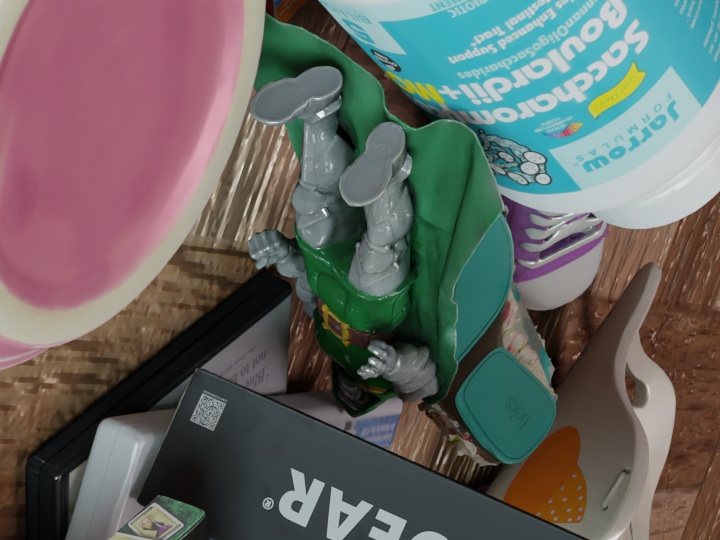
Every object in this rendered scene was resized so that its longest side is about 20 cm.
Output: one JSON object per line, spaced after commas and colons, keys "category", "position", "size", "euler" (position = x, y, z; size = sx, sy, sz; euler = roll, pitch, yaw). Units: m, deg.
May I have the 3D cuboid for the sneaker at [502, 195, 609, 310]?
{"category": "sneaker", "position": [0.080, -0.033, 0.977], "size": [0.072, 0.114, 0.201], "euler": [-30, 139, -11]}

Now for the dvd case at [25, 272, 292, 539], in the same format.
{"category": "dvd case", "position": [-0.074, 0.116, 0.918], "size": [0.143, 0.017, 0.201], "euler": [-40, 144, -46]}

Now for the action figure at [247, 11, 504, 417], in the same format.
{"category": "action figure", "position": [0.000, 0.000, 0.854], "size": [0.055, 0.118, 0.200], "euler": [-39, 156, -16]}

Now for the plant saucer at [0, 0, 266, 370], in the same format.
{"category": "plant saucer", "position": [-0.088, -0.057, 0.709], "size": [0.201, 0.051, 0.201], "euler": [-46, 148, -39]}

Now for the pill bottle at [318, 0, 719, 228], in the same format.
{"category": "pill bottle", "position": [0.058, -0.092, 0.803], "size": [0.200, 0.110, 0.111], "euler": [43, 71, -46]}

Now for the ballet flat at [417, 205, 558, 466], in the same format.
{"category": "ballet flat", "position": [0.030, 0.016, 0.993], "size": [0.076, 0.064, 0.200], "euler": [-42, 148, -14]}

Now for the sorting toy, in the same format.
{"category": "sorting toy", "position": [0.115, 0.097, 1.203], "size": [0.181, 0.106, 0.200], "euler": [-62, 155, -29]}

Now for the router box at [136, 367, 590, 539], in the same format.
{"category": "router box", "position": [0.044, 0.107, 0.840], "size": [0.052, 0.199, 0.157], "euler": [-65, 155, -5]}

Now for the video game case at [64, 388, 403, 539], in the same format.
{"category": "video game case", "position": [-0.060, 0.135, 0.914], "size": [0.200, 0.022, 0.183], "euler": [-2, 112, -63]}

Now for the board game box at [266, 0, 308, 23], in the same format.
{"category": "board game box", "position": [0.016, -0.180, 0.853], "size": [0.200, 0.019, 0.103], "euler": [-48, 147, -36]}

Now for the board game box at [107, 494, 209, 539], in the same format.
{"category": "board game box", "position": [-0.108, 0.163, 0.714], "size": [0.200, 0.023, 0.105], "euler": [-40, 139, -39]}
